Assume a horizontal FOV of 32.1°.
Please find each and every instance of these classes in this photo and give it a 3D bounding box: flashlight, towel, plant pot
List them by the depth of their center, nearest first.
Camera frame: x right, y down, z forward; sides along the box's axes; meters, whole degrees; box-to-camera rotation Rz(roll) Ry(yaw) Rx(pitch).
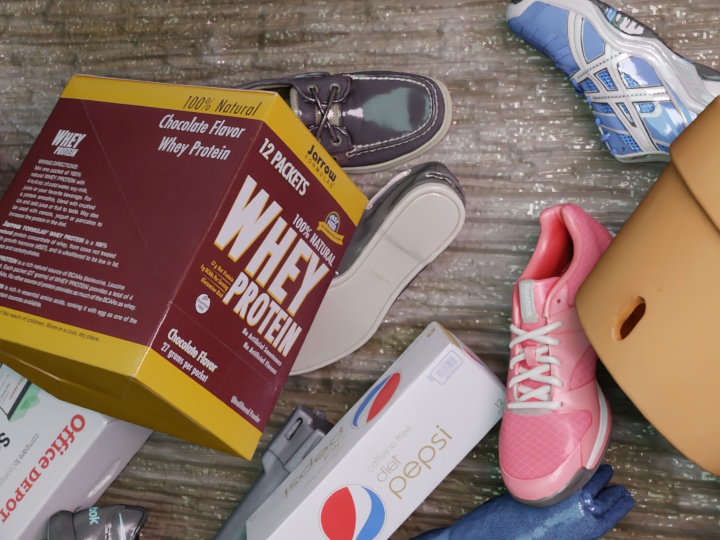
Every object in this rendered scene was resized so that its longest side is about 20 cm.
[{"bbox_3d":[0.217,0.022,0.707,0.140,0.200,0.200,-43,76,19],"label":"plant pot"},{"bbox_3d":[0.078,0.183,0.832,0.199,0.112,0.049,-30,81,21],"label":"towel"},{"bbox_3d":[-0.070,0.198,0.924,0.068,0.068,0.200,43,102,29],"label":"flashlight"}]

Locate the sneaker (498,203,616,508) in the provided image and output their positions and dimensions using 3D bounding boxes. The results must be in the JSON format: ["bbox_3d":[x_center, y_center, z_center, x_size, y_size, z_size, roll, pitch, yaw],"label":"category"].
[{"bbox_3d":[0.115,0.047,0.786,0.073,0.087,0.201,-6,55,39],"label":"sneaker"}]

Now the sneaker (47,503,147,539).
[{"bbox_3d":[-0.181,0.275,0.963,0.079,0.075,0.201,-15,102,-9],"label":"sneaker"}]

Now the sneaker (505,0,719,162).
[{"bbox_3d":[0.171,-0.116,0.807,0.200,0.076,0.077,36,100,19],"label":"sneaker"}]

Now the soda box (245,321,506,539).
[{"bbox_3d":[0.010,0.132,0.852,0.064,0.068,0.200,43,93,-13],"label":"soda box"}]

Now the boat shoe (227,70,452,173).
[{"bbox_3d":[-0.035,-0.107,0.899,0.199,0.065,0.072,-1,89,22],"label":"boat shoe"}]

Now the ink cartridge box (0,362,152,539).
[{"bbox_3d":[-0.277,0.096,0.994,0.200,0.084,0.145,45,107,16],"label":"ink cartridge box"}]

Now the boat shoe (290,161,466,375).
[{"bbox_3d":[0.000,0.000,0.900,0.067,0.057,0.200,39,113,-20],"label":"boat shoe"}]

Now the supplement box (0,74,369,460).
[{"bbox_3d":[-0.137,-0.008,0.847,0.196,0.133,0.201,11,67,36],"label":"supplement box"}]
